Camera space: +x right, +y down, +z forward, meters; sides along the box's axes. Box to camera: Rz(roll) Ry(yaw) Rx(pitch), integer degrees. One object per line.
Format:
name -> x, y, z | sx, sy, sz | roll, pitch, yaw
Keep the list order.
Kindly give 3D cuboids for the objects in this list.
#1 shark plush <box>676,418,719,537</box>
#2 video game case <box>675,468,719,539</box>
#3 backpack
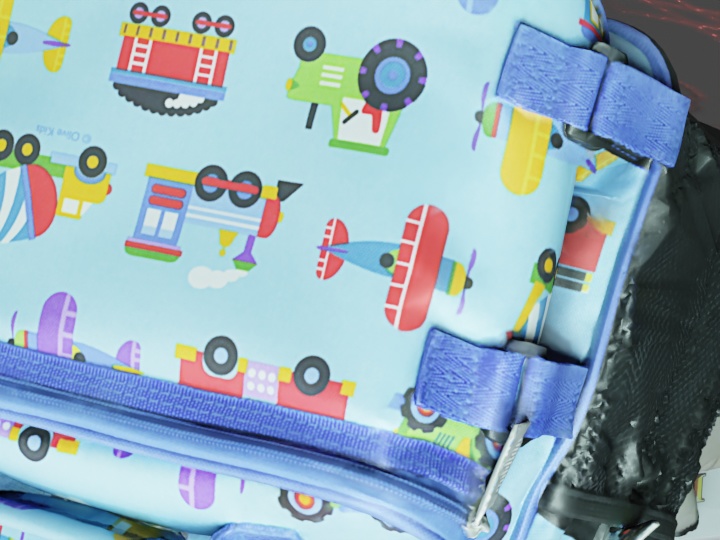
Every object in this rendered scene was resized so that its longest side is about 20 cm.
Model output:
shark plush -> 0.102, 0.042, 0.859 | 0.199, 0.091, 0.083 | 17, -152, -47
video game case -> 0.166, 0.122, 1.028 | 0.179, 0.046, 0.200 | -7, 165, 1
backpack -> -0.024, 0.038, 0.442 | 0.181, 0.202, 0.134 | 17, 175, 25
